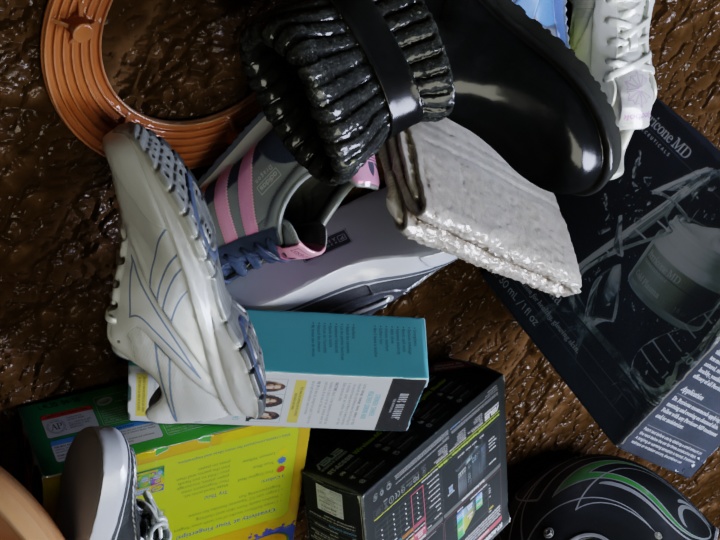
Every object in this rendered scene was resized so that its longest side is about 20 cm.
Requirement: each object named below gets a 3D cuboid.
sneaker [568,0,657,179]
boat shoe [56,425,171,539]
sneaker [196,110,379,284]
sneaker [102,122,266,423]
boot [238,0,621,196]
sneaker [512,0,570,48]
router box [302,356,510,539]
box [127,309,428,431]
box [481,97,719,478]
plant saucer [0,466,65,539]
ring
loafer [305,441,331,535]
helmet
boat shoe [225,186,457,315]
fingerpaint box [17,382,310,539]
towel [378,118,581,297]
[{"bbox_3d":[0.177,-0.154,0.938,0.074,0.100,0.202,-12,133,-24],"label":"sneaker"},{"bbox_3d":[-0.160,0.175,0.915,0.067,0.074,0.201,-3,130,-24],"label":"boat shoe"},{"bbox_3d":[-0.065,-0.027,0.880,0.070,0.083,0.200,2,139,-48],"label":"sneaker"},{"bbox_3d":[-0.120,0.011,0.838,0.086,0.075,0.202,-16,109,3],"label":"sneaker"},{"bbox_3d":[0.041,-0.093,0.809,0.158,0.211,0.079,-45,-178,-33],"label":"boot"},{"bbox_3d":[0.094,-0.170,0.897,0.077,0.066,0.202,-15,136,-8],"label":"sneaker"},{"bbox_3d":[0.042,0.181,1.104,0.199,0.062,0.152,-33,127,-44],"label":"router box"},{"bbox_3d":[-0.058,0.067,0.946,0.197,0.050,0.083,3,148,-9],"label":"box"},{"bbox_3d":[0.232,0.010,1.056,0.197,0.201,0.123,-49,138,14],"label":"box"},{"bbox_3d":[-0.250,0.184,0.900,0.037,0.198,0.202,-44,153,-45],"label":"plant saucer"},{"bbox_3d":[-0.090,-0.139,0.821,0.198,0.019,0.202,-21,138,-20],"label":"ring"},{"bbox_3d":[-0.014,0.207,1.167,0.070,0.068,0.201,-43,144,-7],"label":"loafer"},{"bbox_3d":[0.220,0.268,1.304,0.201,0.189,0.201,-57,162,-29],"label":"helmet"},{"bbox_3d":[0.000,0.000,0.978,0.198,0.072,0.068,-22,142,-9],"label":"boat shoe"},{"bbox_3d":[-0.145,0.158,1.022,0.198,0.074,0.168,-12,134,-24],"label":"fingerpaint box"},{"bbox_3d":[0.074,-0.060,0.926,0.034,0.134,0.199,-30,147,30],"label":"towel"}]
